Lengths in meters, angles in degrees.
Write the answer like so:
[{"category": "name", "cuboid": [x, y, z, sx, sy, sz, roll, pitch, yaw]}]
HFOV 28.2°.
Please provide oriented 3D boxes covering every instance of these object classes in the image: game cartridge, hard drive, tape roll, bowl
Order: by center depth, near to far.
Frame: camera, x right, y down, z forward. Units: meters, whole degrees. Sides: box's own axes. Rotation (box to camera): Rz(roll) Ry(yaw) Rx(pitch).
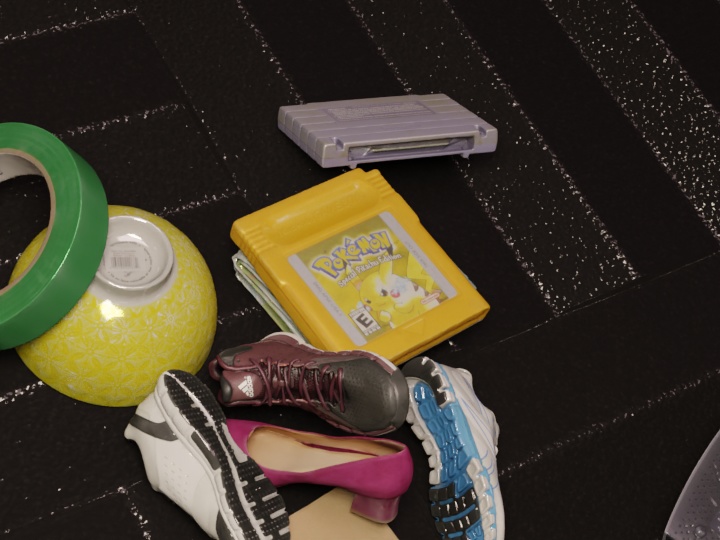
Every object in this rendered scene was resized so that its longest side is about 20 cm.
[{"category": "tape roll", "cuboid": [-0.319, -0.031, 1.258, 0.200, 0.048, 0.201, -9, 66, 21]}, {"category": "bowl", "cuboid": [-0.219, 0.011, 1.301, 0.200, 0.108, 0.200, 9, 55, -13]}, {"category": "game cartridge", "cuboid": [0.000, 0.000, 1.376, 0.176, 0.032, 0.200, -26, 68, -32]}, {"category": "hard drive", "cuboid": [0.381, 0.233, 1.408, 0.135, 0.042, 0.200, 38, 53, 7]}, {"category": "game cartridge", "cuboid": [0.027, -0.147, 1.503, 0.200, 0.038, 0.130, -7, 23, -23]}]

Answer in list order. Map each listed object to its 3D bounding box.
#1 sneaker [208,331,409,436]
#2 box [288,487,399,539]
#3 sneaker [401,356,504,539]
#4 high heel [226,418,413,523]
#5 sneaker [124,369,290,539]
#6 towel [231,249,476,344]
[{"category": "sneaker", "cuboid": [-0.059, 0.106, 1.252, 0.115, 0.200, 0.076, -7, 101, -42]}, {"category": "box", "cuboid": [-0.010, 0.297, 1.239, 0.163, 0.021, 0.200, -27, 69, -33]}, {"category": "sneaker", "cuboid": [0.105, 0.174, 1.335, 0.087, 0.075, 0.200, 5, 62, -44]}, {"category": "high heel", "cuboid": [-0.049, 0.152, 1.260, 0.200, 0.096, 0.067, 16, 44, 6]}, {"category": "sneaker", "cuboid": [-0.132, 0.186, 1.240, 0.074, 0.080, 0.200, 4, 49, -58]}, {"category": "towel", "cuboid": [-0.006, 0.007, 1.417, 0.200, 0.048, 0.171, -31, 73, -33]}]
